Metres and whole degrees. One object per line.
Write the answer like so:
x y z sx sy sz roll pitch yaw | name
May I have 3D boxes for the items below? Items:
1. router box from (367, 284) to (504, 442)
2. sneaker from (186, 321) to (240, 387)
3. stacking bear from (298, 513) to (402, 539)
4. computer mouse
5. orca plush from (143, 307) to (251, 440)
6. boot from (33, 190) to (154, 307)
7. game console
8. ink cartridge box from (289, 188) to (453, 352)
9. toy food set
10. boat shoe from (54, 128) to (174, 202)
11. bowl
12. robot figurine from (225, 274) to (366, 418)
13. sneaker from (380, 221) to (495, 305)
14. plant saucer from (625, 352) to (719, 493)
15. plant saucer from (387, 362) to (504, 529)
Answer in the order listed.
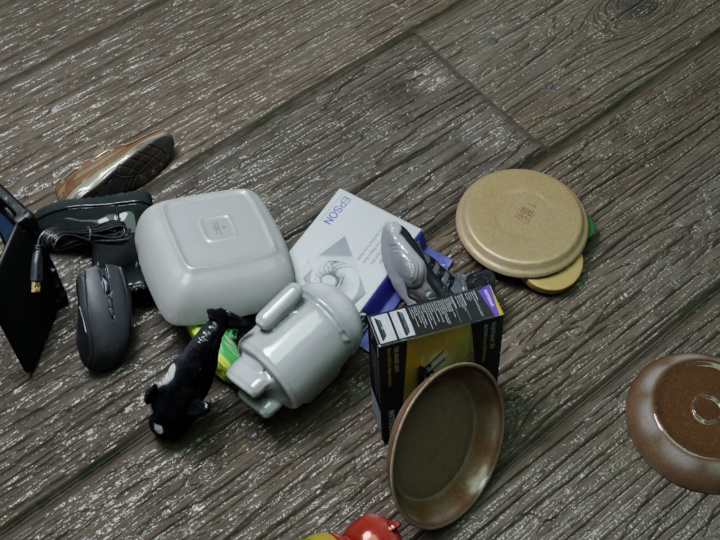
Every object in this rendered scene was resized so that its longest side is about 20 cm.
0.091 0.118 1.308 0.155 0.201 0.053 -15 49 -9 | router box
-0.192 0.066 1.422 0.083 0.074 0.201 -26 59 -12 | sneaker
-0.035 0.352 1.212 0.199 0.122 0.114 -27 66 -28 | stacking bear
-0.355 0.037 1.369 0.139 0.203 0.046 -2 8 -39 | computer mouse
-0.194 0.145 1.314 0.071 0.105 0.201 45 102 28 | orca plush
-0.367 -0.020 1.489 0.195 0.074 0.164 -11 63 -3 | boot
-0.466 0.002 1.390 0.175 0.201 0.116 38 63 23 | game console
0.000 0.000 1.487 0.198 0.041 0.200 27 60 17 | ink cartridge box
0.236 -0.067 1.527 0.197 0.049 0.200 15 57 11 | toy food set
-0.368 -0.156 1.577 0.199 0.076 0.072 -37 61 -24 | boat shoe
-0.193 -0.033 1.426 0.197 0.075 0.201 -11 50 -22 | bowl
-0.076 0.094 1.351 0.200 0.171 0.112 -41 46 -20 | robot figurine
0.112 0.011 1.443 0.113 0.075 0.202 -26 82 -25 | sneaker
0.442 0.185 1.362 0.197 0.037 0.203 0 56 0 | plant saucer
0.095 0.204 1.262 0.036 0.202 0.200 16 52 45 | plant saucer
